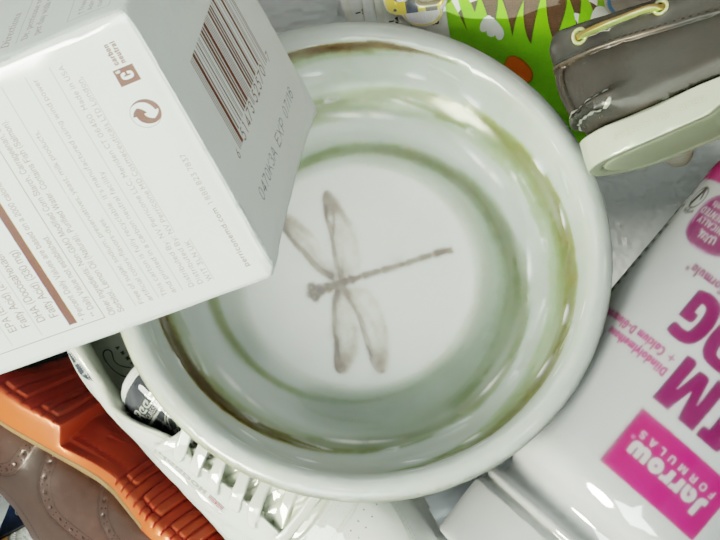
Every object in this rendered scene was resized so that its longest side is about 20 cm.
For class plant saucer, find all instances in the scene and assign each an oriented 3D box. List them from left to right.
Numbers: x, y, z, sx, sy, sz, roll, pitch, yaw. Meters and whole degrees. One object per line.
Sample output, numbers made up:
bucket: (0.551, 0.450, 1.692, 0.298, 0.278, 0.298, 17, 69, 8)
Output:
plant saucer: (0.000, 0.000, 1.058, 0.199, 0.201, 0.050, 10, 161, 2)

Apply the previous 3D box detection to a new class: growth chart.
growth chart: (0.052, -0.113, 1.073, 0.144, 0.018, 0.201, -14, 120, 16)

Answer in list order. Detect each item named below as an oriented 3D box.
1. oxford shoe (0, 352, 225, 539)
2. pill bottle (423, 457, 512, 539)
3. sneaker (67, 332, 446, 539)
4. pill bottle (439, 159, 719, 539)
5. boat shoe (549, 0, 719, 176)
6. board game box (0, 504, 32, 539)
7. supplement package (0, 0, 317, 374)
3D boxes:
oxford shoe: (-0.097, 0.108, 1.169, 0.200, 0.071, 0.073, 37, 125, 24)
pill bottle: (0.065, 0.137, 1.177, 0.112, 0.112, 0.200, -26, 115, 23)
sneaker: (-0.050, 0.075, 1.082, 0.200, 0.080, 0.077, 39, 90, 16)
pill bottle: (0.131, 0.059, 1.065, 0.113, 0.113, 0.200, 40, 89, -17)
boat shoe: (0.172, -0.102, 1.029, 0.200, 0.072, 0.061, -22, 78, 7)
board game box: (-0.057, 0.159, 1.257, 0.135, 0.035, 0.200, -29, 114, 24)
supplement package: (-0.134, -0.042, 0.974, 0.199, 0.117, 0.118, -19, 119, 20)
